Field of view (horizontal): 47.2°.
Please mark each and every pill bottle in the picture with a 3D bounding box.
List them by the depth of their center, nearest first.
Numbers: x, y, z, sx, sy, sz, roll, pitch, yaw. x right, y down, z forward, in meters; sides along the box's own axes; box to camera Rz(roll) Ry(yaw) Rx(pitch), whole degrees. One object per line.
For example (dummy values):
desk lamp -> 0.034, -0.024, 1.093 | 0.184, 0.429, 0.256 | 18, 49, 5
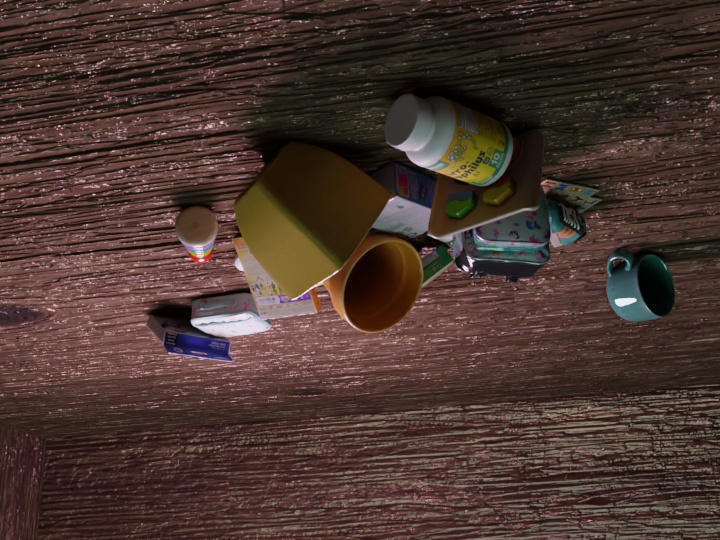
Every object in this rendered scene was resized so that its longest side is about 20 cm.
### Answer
pill bottle -> 0.140, -0.212, 1.319 | 0.199, 0.114, 0.112 | 14, 154, -36

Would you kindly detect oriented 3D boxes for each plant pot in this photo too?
plant pot -> -0.102, -0.106, 1.444 | 0.200, 0.196, 0.194 | 43, 144, -12
plant pot -> 0.000, 0.000, 1.712 | 0.199, 0.202, 0.183 | 14, -168, -38

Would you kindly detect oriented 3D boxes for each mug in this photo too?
mug -> 0.667, 0.032, 2.004 | 0.151, 0.187, 0.114 | -16, 178, -38

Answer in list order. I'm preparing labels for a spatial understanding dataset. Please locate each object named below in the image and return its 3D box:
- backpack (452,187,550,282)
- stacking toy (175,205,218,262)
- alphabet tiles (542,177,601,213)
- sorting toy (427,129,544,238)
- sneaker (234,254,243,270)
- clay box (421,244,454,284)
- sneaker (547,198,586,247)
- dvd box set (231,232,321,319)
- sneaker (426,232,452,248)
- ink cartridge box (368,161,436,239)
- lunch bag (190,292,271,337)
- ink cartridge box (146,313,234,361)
backpack -> 0.257, -0.101, 1.507 | 0.175, 0.202, 0.151 | 4, 155, -8
stacking toy -> -0.339, -0.062, 1.715 | 0.084, 0.086, 0.200 | 1, 163, -9
alphabet tiles -> 0.385, -0.141, 1.685 | 0.198, 0.006, 0.166 | 7, 157, -24
sorting toy -> 0.212, -0.152, 1.405 | 0.198, 0.186, 0.037 | -14, 135, 32
sneaker -> -0.211, -0.016, 1.834 | 0.199, 0.086, 0.072 | -19, 156, 40
clay box -> 0.151, -0.002, 1.842 | 0.115, 0.048, 0.200 | -37, 176, 2
sneaker -> 0.417, -0.105, 1.688 | 0.079, 0.072, 0.200 | -15, 162, 18
dvd box set -> -0.180, 0.006, 1.771 | 0.145, 0.202, 0.029 | -8, -157, 22
sneaker -> 0.207, -0.103, 1.682 | 0.080, 0.076, 0.200 | 17, 153, -22
ink cartridge box -> 0.090, -0.126, 1.590 | 0.199, 0.077, 0.136 | 18, 152, -40
lunch bag -> -0.346, 0.119, 2.181 | 0.198, 0.078, 0.160 | -10, 158, 19
ink cartridge box -> -0.460, 0.181, 2.240 | 0.198, 0.041, 0.200 | 13, -169, -35
